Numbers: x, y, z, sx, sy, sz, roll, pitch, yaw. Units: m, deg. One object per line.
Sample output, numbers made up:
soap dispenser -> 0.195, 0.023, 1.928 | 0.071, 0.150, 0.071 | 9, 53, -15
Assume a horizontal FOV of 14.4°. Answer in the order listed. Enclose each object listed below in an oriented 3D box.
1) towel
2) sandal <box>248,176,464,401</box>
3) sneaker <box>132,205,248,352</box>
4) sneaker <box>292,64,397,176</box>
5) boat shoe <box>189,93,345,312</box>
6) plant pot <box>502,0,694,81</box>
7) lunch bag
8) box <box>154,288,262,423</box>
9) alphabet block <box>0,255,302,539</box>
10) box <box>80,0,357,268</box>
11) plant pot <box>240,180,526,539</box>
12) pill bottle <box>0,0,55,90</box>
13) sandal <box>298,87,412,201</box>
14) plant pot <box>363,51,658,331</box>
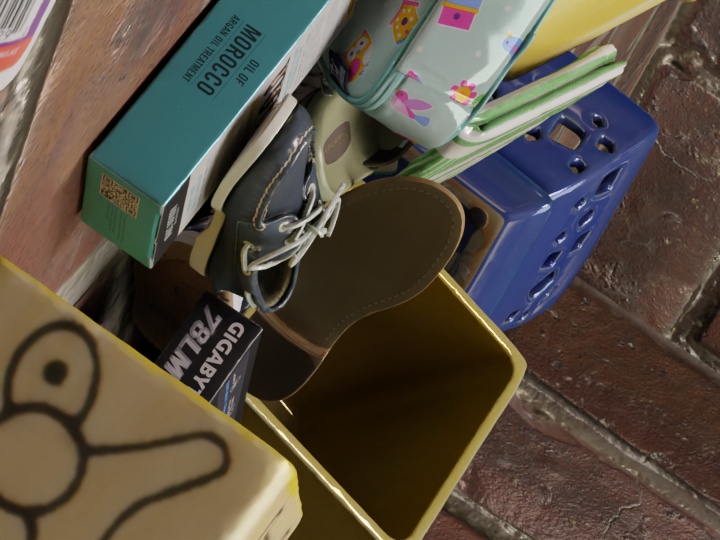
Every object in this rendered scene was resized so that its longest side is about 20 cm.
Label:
towel -> 0.061, -0.077, 1.798 | 0.152, 0.023, 0.200 | -29, 179, -36
sandal -> -0.004, -0.004, 1.773 | 0.212, 0.078, 0.070 | -45, -175, 34
sneaker -> -0.083, -0.013, 1.766 | 0.109, 0.070, 0.200 | -48, 178, -18
sneaker -> -0.025, -0.101, 1.807 | 0.200, 0.076, 0.081 | -21, 122, -71
boat shoe -> -0.048, -0.030, 1.566 | 0.075, 0.062, 0.200 | -48, 174, -29
plant pot -> 0.122, -0.225, 1.770 | 0.189, 0.201, 0.201 | -39, 172, -4
lunch bag -> 0.045, -0.178, 1.628 | 0.200, 0.077, 0.160 | -55, -146, 15
box -> -0.137, 0.130, 1.712 | 0.199, 0.050, 0.200 | -56, 175, -21
alphabet block -> -0.162, 0.139, 1.452 | 0.200, 0.195, 0.196 | -53, 175, -10
box -> -0.071, -0.101, 1.529 | 0.200, 0.049, 0.082 | -53, 173, -24
plant pot -> -0.047, 0.087, 1.969 | 0.200, 0.194, 0.196 | -23, -155, 49
pill bottle -> -0.107, -0.154, 0.790 | 0.200, 0.111, 0.111 | -59, 172, 28
sandal -> 0.016, -0.099, 1.740 | 0.201, 0.057, 0.080 | -55, 133, -54
plant pot -> 0.069, -0.064, 2.084 | 0.180, 0.200, 0.200 | -39, 163, -49
